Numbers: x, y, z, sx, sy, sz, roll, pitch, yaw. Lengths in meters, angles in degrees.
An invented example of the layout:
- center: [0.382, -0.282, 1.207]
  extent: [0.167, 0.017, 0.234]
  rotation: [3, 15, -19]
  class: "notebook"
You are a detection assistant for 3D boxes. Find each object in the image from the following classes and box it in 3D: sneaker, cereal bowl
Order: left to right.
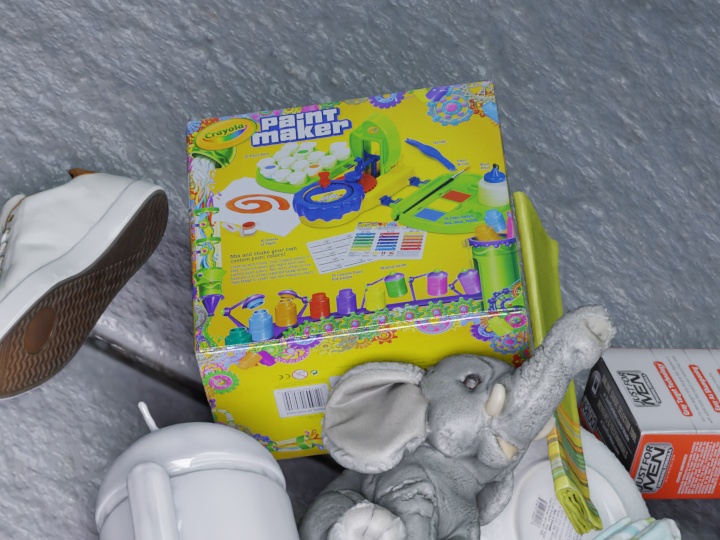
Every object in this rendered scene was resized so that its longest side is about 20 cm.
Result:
- center: [-0.202, 0.006, 1.618]
  extent: [0.085, 0.073, 0.200]
  rotation: [19, 41, 20]
  class: "sneaker"
- center: [0.111, 0.175, 1.658]
  extent: [0.200, 0.083, 0.200]
  rotation: [13, 65, -29]
  class: "cereal bowl"

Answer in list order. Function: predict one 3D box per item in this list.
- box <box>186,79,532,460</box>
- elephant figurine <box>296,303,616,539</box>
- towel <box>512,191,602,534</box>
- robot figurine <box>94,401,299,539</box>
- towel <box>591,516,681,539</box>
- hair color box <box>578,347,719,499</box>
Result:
- center: [0.000, 0.000, 1.657]
  extent: [0.200, 0.122, 0.193]
  rotation: [-7, 51, 3]
  class: "box"
- center: [0.047, 0.110, 1.556]
  extent: [0.155, 0.142, 0.200]
  rotation: [18, 72, 8]
  class: "elephant figurine"
- center: [0.120, 0.056, 1.622]
  extent: [0.086, 0.018, 0.200]
  rotation: [60, 22, -63]
  class: "towel"
- center: [-0.088, 0.171, 1.509]
  extent: [0.170, 0.113, 0.200]
  rotation: [58, 14, -57]
  class: "robot figurine"
- center: [0.139, 0.259, 1.580]
  extent: [0.200, 0.048, 0.171]
  rotation: [-33, 120, -42]
  class: "towel"
- center: [0.264, 0.106, 1.845]
  extent: [0.200, 0.061, 0.102]
  rotation: [2, 34, -18]
  class: "hair color box"
